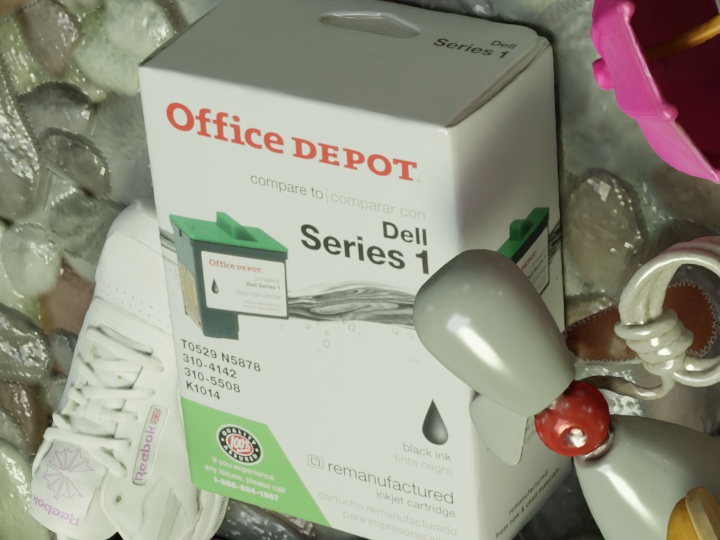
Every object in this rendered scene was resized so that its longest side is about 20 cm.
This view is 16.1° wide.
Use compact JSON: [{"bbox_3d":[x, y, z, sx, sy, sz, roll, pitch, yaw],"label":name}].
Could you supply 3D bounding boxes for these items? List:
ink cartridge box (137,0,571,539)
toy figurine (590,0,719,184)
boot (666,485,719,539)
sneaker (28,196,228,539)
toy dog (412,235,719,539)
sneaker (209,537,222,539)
[{"bbox_3d":[0.000,0.000,1.010,0.146,0.084,0.200,13,125,29],"label":"ink cartridge box"},{"bbox_3d":[0.156,-0.100,0.811,0.200,0.150,0.184,24,137,-3],"label":"toy figurine"},{"bbox_3d":[0.087,0.182,0.894,0.144,0.071,0.201,-14,107,13],"label":"boot"},{"bbox_3d":[-0.096,0.064,1.111,0.075,0.100,0.200,24,128,26],"label":"sneaker"},{"bbox_3d":[0.104,0.058,0.931,0.132,0.096,0.200,-15,116,16],"label":"toy dog"},{"bbox_3d":[-0.060,0.174,1.160,0.200,0.088,0.081,-13,109,41],"label":"sneaker"}]
